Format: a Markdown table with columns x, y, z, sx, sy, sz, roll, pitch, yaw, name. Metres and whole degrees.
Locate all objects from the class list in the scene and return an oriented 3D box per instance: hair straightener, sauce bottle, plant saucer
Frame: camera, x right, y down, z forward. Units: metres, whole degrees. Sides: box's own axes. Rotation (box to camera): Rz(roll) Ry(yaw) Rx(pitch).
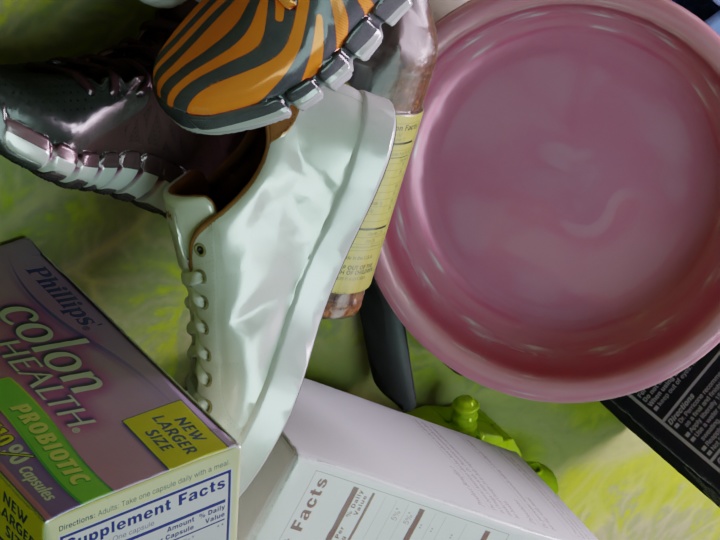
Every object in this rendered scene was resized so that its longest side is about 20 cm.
| x | y | z | sx | sy | sz | roll | pitch | yaw | name |
| --- | --- | --- | --- | --- | --- | --- | --- | --- | --- |
| 0.000 | 0.000 | 1.379 | 0.077 | 0.041 | 0.200 | -35 | 140 | -17 | hair straightener |
| -0.003 | -0.079 | 1.262 | 0.066 | 0.066 | 0.201 | 0 | 114 | -41 | sauce bottle |
| 0.098 | -0.040 | 1.322 | 0.199 | 0.051 | 0.202 | 1 | 104 | 3 | plant saucer |

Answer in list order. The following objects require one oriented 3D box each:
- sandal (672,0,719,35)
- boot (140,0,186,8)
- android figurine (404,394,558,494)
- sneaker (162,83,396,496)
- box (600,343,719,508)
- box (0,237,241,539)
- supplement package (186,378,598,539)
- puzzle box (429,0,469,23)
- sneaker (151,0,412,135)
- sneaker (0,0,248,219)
| x | y | z | sx | sy | sz | roll | pitch | yaw | name |
| --- | --- | --- | --- | --- | --- | --- | --- | --- | --- |
| 0.169 | -0.123 | 1.399 | 0.087 | 0.080 | 0.201 | -20 | 139 | -29 | sandal |
| -0.068 | -0.206 | 1.147 | 0.201 | 0.073 | 0.096 | -67 | 163 | 2 | boot |
| 0.029 | 0.152 | 1.527 | 0.181 | 0.041 | 0.201 | -18 | 133 | -31 | android figurine |
| -0.059 | 0.006 | 1.218 | 0.084 | 0.073 | 0.201 | 18 | 99 | -18 | sneaker |
| 0.252 | 0.046 | 1.520 | 0.200 | 0.198 | 0.123 | -48 | 142 | 0 | box |
| -0.142 | 0.122 | 1.243 | 0.096 | 0.176 | 0.201 | -19 | 132 | -31 | box |
| 0.000 | 0.137 | 1.391 | 0.199 | 0.117 | 0.118 | 21 | 105 | -31 | supplement package |
| 0.082 | -0.174 | 1.331 | 0.200 | 0.025 | 0.133 | -44 | 139 | -6 | puzzle box |
| -0.015 | -0.146 | 1.137 | 0.200 | 0.078 | 0.112 | -38 | 144 | -4 | sneaker |
| -0.100 | -0.092 | 1.207 | 0.200 | 0.076 | 0.116 | 19 | 102 | -58 | sneaker |
